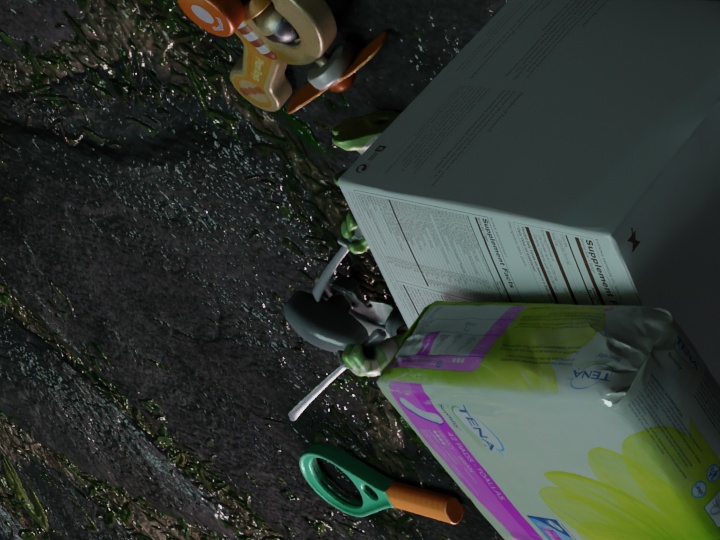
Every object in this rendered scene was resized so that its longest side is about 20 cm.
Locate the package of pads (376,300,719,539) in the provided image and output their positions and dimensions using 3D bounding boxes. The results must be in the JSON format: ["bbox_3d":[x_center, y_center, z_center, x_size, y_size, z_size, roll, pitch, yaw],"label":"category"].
[{"bbox_3d":[0.116,0.086,1.047,0.199,0.068,0.155,1,136,52],"label":"package of pads"}]

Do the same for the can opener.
[{"bbox_3d":[0.034,0.059,1.531,0.199,0.067,0.053,20,146,29],"label":"can opener"}]

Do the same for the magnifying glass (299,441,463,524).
[{"bbox_3d":[0.016,0.198,1.781,0.199,0.022,0.080,7,134,48],"label":"magnifying glass"}]

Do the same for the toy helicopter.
[{"bbox_3d":[-0.054,-0.156,1.368,0.132,0.079,0.200,32,162,3],"label":"toy helicopter"}]

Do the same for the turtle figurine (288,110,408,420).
[{"bbox_3d":[0.000,0.000,1.398,0.198,0.144,0.195,8,130,30],"label":"turtle figurine"}]

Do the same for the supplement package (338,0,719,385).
[{"bbox_3d":[0.136,-0.043,1.117,0.199,0.191,0.148,14,142,44],"label":"supplement package"}]
